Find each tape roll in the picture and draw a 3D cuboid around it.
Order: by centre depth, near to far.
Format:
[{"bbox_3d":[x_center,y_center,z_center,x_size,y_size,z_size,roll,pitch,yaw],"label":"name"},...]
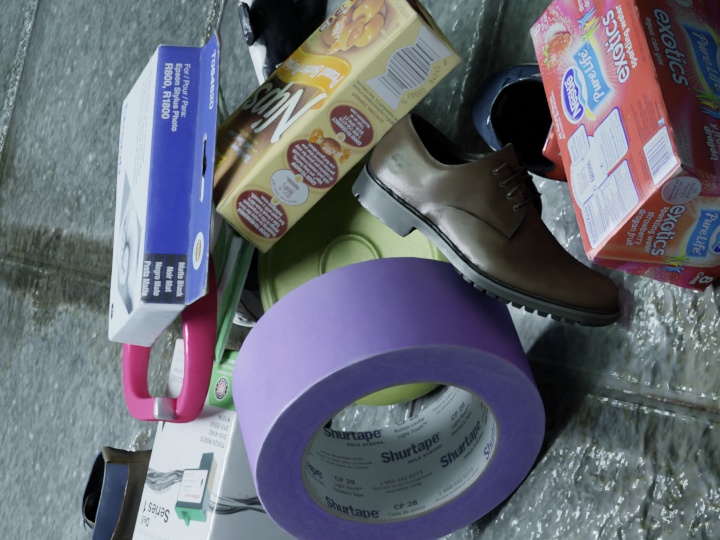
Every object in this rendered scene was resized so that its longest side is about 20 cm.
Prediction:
[{"bbox_3d":[0.018,0.092,1.586,0.200,0.199,0.085,-56,34,32],"label":"tape roll"}]

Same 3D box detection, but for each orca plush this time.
[{"bbox_3d":[-0.063,-0.217,2.039,0.201,0.071,0.106,-104,-6,-47],"label":"orca plush"}]

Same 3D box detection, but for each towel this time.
[{"bbox_3d":[-0.120,-0.039,1.875,0.201,0.023,0.153,-106,25,-46],"label":"towel"}]

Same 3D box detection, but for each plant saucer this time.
[{"bbox_3d":[0.000,0.000,1.728,0.199,0.031,0.202,3,96,32],"label":"plant saucer"}]

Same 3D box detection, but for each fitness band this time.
[{"bbox_3d":[-0.152,0.047,1.864,0.200,0.037,0.145,173,100,-72],"label":"fitness band"}]

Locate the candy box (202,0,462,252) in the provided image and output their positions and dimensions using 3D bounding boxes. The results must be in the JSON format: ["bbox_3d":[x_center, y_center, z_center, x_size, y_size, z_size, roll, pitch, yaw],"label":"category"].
[{"bbox_3d":[-0.026,-0.117,1.710,0.200,0.055,0.116,-43,26,8],"label":"candy box"}]

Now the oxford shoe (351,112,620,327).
[{"bbox_3d":[0.092,-0.034,1.554,0.199,0.073,0.085,34,111,12],"label":"oxford shoe"}]

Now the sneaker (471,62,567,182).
[{"bbox_3d":[0.113,-0.108,1.623,0.200,0.084,0.076,26,100,61],"label":"sneaker"}]

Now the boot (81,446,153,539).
[{"bbox_3d":[-0.211,0.230,2.040,0.201,0.096,0.075,-64,31,21],"label":"boot"}]

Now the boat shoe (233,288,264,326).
[{"bbox_3d":[-0.089,0.013,1.951,0.200,0.071,0.066,49,129,54],"label":"boat shoe"}]

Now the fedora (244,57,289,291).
[{"bbox_3d":[-0.032,-0.072,1.859,0.200,0.091,0.202,-34,50,51],"label":"fedora"}]

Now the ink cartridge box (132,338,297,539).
[{"bbox_3d":[-0.106,0.166,1.894,0.146,0.084,0.202,6,83,62],"label":"ink cartridge box"}]

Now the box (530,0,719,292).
[{"bbox_3d":[0.185,-0.100,1.479,0.100,0.095,0.201,-49,38,39],"label":"box"}]

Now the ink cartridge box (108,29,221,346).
[{"bbox_3d":[-0.147,-0.059,1.758,0.200,0.040,0.201,142,133,-69],"label":"ink cartridge box"}]
